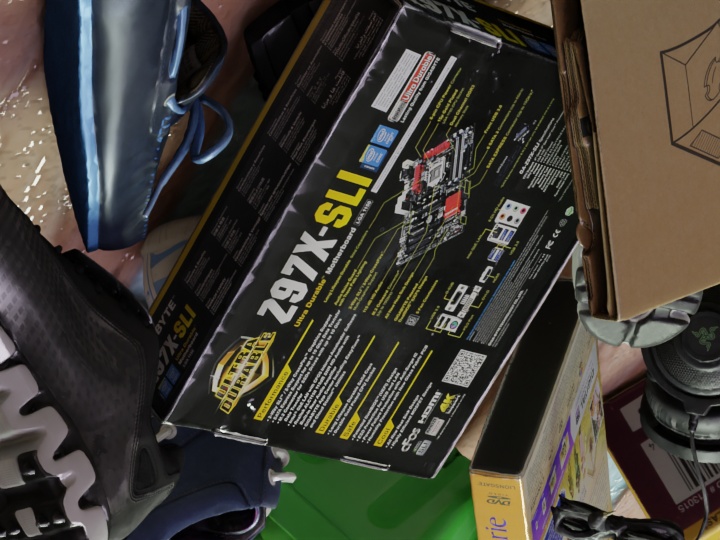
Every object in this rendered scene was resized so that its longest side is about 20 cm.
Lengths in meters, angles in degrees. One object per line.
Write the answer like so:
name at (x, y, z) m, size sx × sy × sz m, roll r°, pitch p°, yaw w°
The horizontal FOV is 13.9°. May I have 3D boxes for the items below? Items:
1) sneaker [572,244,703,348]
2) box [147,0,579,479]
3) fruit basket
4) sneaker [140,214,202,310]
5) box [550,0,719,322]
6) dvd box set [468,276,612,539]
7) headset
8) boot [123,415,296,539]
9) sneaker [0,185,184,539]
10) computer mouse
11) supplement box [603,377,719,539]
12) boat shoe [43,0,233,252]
sneaker at (0.123, -0.071, 1.320) m, size 0.078 × 0.091 × 0.201 m, roll 5°, pitch 121°, yaw -7°
box at (0.013, -0.016, 1.216) m, size 0.159 × 0.049 × 0.201 m, roll 15°, pitch 112°, yaw -41°
fruit basket at (-0.028, 0.168, 1.486) m, size 0.215 × 0.155 × 0.216 m, roll -36°, pitch 149°, yaw -25°
sneaker at (0.000, 0.000, 1.298) m, size 0.199 × 0.073 × 0.072 m, roll -11°, pitch 178°, yaw -21°
box at (0.159, -0.083, 1.239) m, size 0.199 × 0.021 × 0.165 m, roll -19°, pitch 106°, yaw -39°
dvd box set at (0.094, 0.125, 1.475) m, size 0.029 × 0.147 × 0.201 m, roll 6°, pitch 132°, yaw 17°
headset at (0.155, 0.047, 1.441) m, size 0.093 × 0.201 × 0.124 m, roll 9°, pitch 152°, yaw 11°
boot at (-0.056, 0.079, 1.330) m, size 0.199 × 0.090 × 0.073 m, roll -20°, pitch 147°, yaw -43°
sneaker at (-0.127, 0.017, 1.147) m, size 0.090 × 0.201 × 0.066 m, roll -29°, pitch -171°, yaw -41°
computer mouse at (-0.024, -0.106, 1.168) m, size 0.058 × 0.034 × 0.200 m, roll -28°, pitch 150°, yaw -2°
supplement box at (0.226, 0.119, 1.658) m, size 0.130 × 0.104 × 0.200 m, roll -32°, pitch 149°, yaw 3°
boat shoe at (-0.079, -0.077, 1.113) m, size 0.068 × 0.085 × 0.200 m, roll -12°, pitch 149°, yaw -15°
